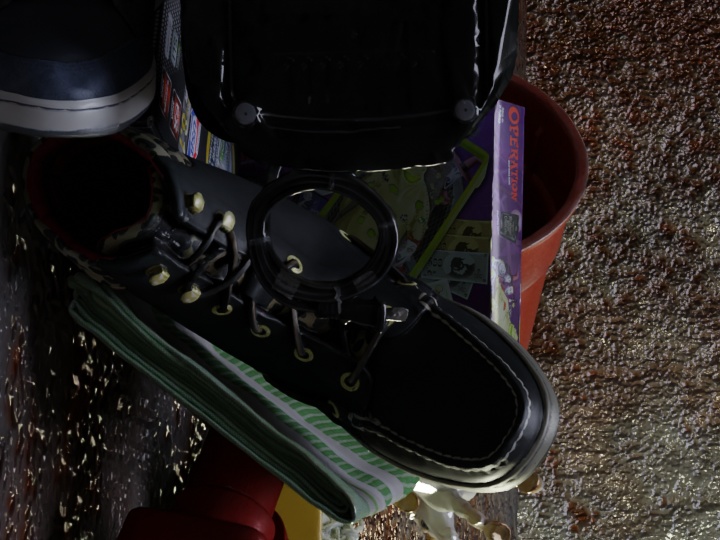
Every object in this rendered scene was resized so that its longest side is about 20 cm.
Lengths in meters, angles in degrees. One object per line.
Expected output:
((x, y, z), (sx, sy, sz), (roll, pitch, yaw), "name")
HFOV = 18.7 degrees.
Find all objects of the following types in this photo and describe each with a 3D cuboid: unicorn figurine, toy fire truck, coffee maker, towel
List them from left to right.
((-0.066, 0.131, 0.985), (0.176, 0.128, 0.200), (80, 24, -50), "toy fire truck")
((-0.042, 0.051, 0.952), (0.023, 0.152, 0.200), (-53, 171, 4), "towel")
((-0.017, -0.088, 0.812), (0.200, 0.134, 0.193), (-166, -81, -87), "coffee maker")
((0.033, 0.113, 1.224), (0.074, 0.137, 0.200), (-49, 119, -12), "unicorn figurine")

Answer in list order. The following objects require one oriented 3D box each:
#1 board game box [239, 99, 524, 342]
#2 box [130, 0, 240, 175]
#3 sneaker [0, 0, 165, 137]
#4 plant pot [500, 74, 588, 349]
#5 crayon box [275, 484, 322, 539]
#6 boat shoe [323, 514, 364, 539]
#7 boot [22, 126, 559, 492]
((-0.008, -0.013, 1.060), (0.032, 0.200, 0.120), (4, 84, -50), "board game box")
((-0.087, -0.119, 1.002), (0.160, 0.044, 0.201), (69, 23, -64), "box")
((-0.102, -0.142, 0.776), (0.202, 0.077, 0.147), (-89, -175, -61), "sneaker")
((0.026, 0.006, 1.304), (0.201, 0.200, 0.196), (-79, 174, -49), "plant pot")
((-0.051, 0.165, 1.110), (0.127, 0.051, 0.201), (-172, -98, -81), "crayon box")
((-0.030, 0.161, 1.230), (0.075, 0.086, 0.203), (-26, 116, -80), "boat shoe")
((-0.031, 0.014, 0.867), (0.154, 0.203, 0.074), (26, 96, -54), "boot")
